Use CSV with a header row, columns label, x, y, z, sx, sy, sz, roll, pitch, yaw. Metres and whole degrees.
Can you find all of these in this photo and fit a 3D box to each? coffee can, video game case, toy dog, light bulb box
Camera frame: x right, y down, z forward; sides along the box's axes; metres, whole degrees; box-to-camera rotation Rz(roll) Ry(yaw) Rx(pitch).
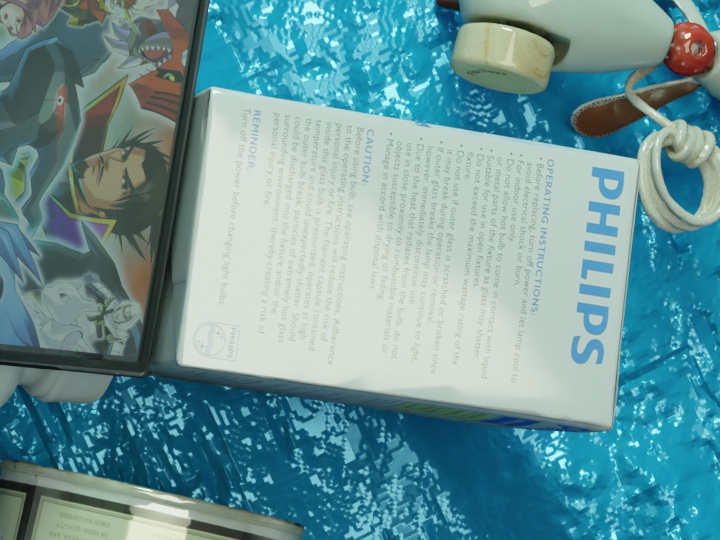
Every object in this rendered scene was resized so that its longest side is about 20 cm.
label,x,y,z,sx,sy,sz,roll,pitch,yaw
coffee can,-0.116,0.200,1.238,0.145,0.146,0.201,14,83,-13
video game case,-0.147,-0.062,1.117,0.180,0.025,0.202,8,92,-43
toy dog,0.115,-0.117,1.357,0.200,0.096,0.132,39,75,-24
light bulb box,0.000,0.000,1.252,0.199,0.198,0.126,8,86,-15

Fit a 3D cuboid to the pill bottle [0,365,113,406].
label,x,y,z,sx,sy,sz,roll,pitch,yaw
pill bottle,-0.208,0.008,1.187,0.199,0.113,0.114,6,85,-24
